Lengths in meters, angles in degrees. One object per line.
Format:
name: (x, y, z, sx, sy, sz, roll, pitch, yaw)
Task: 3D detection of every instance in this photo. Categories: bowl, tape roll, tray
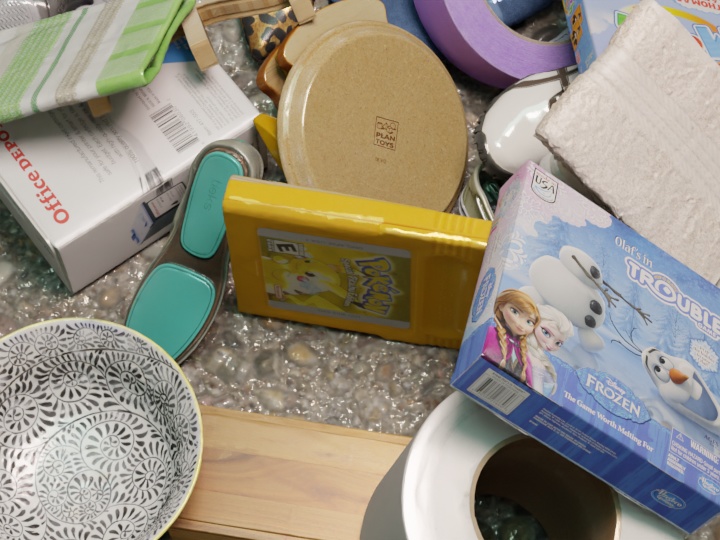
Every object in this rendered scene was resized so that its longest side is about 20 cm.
bowl: (-0.211, 0.145, 1.306, 0.199, 0.094, 0.202, -1, 64, 1)
tape roll: (0.109, 0.187, 1.231, 0.201, 0.139, 0.204, 6, 65, -12)
tape roll: (0.142, -0.252, 1.455, 0.198, 0.066, 0.202, 0, 91, -20)
tray: (-0.037, 0.165, 1.326, 0.198, 0.037, 0.099, 8, 64, 6)

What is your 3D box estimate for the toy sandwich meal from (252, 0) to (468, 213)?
toy sandwich meal: (-0.002, -0.111, 1.419, 0.204, 0.070, 0.207, 2, 86, -34)

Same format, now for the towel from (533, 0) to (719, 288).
towel: (0.228, -0.082, 1.281, 0.200, 0.034, 0.133, 43, 84, -22)

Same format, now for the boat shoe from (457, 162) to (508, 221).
boat shoe: (0.142, 0.000, 1.388, 0.072, 0.062, 0.200, -34, 68, -15)

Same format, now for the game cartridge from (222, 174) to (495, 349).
game cartridge: (0.000, 0.000, 1.327, 0.198, 0.177, 0.033, 11, 63, 7)

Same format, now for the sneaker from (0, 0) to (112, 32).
sneaker: (-0.244, -0.233, 1.507, 0.199, 0.076, 0.114, -26, 24, 18)

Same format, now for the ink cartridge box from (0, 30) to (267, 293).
ink cartridge box: (-0.196, -0.102, 1.432, 0.199, 0.086, 0.147, -35, 67, -14)

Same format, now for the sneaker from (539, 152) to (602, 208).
sneaker: (0.237, -0.086, 1.342, 0.198, 0.080, 0.074, -5, 57, -26)

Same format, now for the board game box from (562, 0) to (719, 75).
board game box: (0.228, -0.206, 1.368, 0.150, 0.037, 0.201, 9, 49, -17)

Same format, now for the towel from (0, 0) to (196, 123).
towel: (-0.233, -0.159, 1.382, 0.198, 0.031, 0.150, -11, 35, 21)

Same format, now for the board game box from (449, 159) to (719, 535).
board game box: (0.169, 0.048, 1.208, 0.199, 0.043, 0.200, 32, 42, -13)

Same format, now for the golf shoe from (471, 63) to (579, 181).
golf shoe: (0.180, -0.134, 1.383, 0.199, 0.094, 0.078, -27, 93, -20)

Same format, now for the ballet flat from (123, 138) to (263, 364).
ballet flat: (-0.126, -0.009, 1.384, 0.067, 0.064, 0.201, 26, 103, 8)

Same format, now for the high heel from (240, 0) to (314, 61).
high heel: (-0.069, -0.290, 1.490, 0.071, 0.143, 0.201, 11, 64, 6)

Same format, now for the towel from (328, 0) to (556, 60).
towel: (0.076, -0.240, 1.515, 0.199, 0.049, 0.112, -27, 71, -13)

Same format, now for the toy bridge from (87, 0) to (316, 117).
toy bridge: (-0.129, -0.186, 1.396, 0.199, 0.027, 0.067, -25, 36, 0)
